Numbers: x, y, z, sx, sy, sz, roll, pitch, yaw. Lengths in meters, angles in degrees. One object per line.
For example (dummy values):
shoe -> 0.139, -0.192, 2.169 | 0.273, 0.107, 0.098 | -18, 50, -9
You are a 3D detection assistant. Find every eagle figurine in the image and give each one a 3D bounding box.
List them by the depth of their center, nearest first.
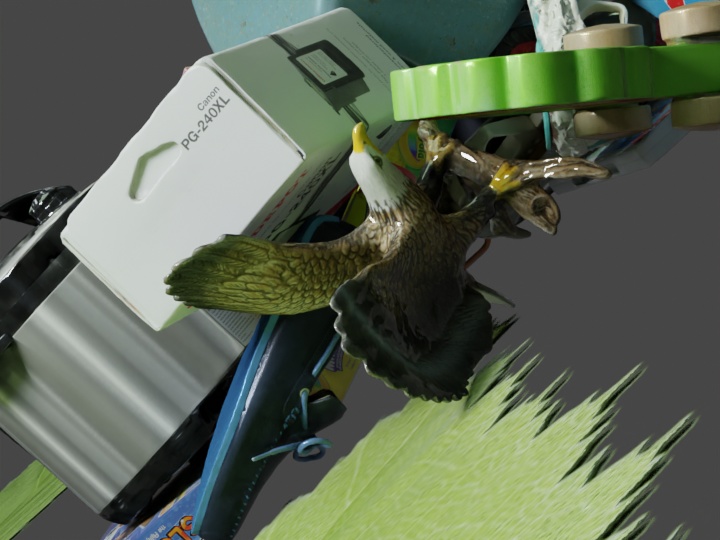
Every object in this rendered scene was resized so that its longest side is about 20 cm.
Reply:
eagle figurine -> 0.012, -0.005, 1.189 | 0.200, 0.151, 0.152 | -46, 5, -32

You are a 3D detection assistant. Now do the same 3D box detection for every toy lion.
toy lion -> 0.102, -0.101, 1.213 | 0.191, 0.069, 0.200 | -7, 3, -18

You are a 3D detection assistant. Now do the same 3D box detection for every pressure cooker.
pressure cooker -> -0.165, 0.036, 1.406 | 0.179, 0.200, 0.176 | -48, 3, -8

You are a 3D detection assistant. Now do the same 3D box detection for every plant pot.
plant pot -> 0.001, -0.208, 1.460 | 0.196, 0.195, 0.201 | -20, 55, 50

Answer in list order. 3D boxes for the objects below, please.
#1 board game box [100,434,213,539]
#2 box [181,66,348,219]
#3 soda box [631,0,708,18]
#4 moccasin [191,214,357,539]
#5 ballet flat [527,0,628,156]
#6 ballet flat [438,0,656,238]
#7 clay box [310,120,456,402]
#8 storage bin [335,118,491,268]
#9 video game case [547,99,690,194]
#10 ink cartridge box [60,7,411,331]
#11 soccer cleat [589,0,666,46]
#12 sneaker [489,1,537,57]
board game box -> -0.118, 0.156, 1.434 | 0.135, 0.034, 0.200 | -41, 5, 14
box -> -0.042, -0.090, 1.655 | 0.199, 0.095, 0.103 | -9, -54, -45
soda box -> 0.196, -0.197, 1.362 | 0.064, 0.068, 0.200 | -30, 34, -8
moccasin -> -0.037, 0.069, 1.281 | 0.080, 0.068, 0.201 | -129, 62, -80
ballet flat -> 0.130, -0.165, 1.377 | 0.071, 0.201, 0.072 | -9, -14, -2
ballet flat -> 0.113, -0.096, 1.433 | 0.063, 0.068, 0.200 | 6, -47, -42
clay box -> 0.000, 0.000, 1.413 | 0.115, 0.047, 0.201 | 113, 178, -61
storage bin -> 0.033, -0.045, 1.584 | 0.200, 0.145, 0.134 | -43, -22, -12
video game case -> 0.198, -0.108, 1.419 | 0.143, 0.017, 0.200 | -42, 5, -10
ink cartridge box -> -0.061, -0.061, 1.285 | 0.145, 0.083, 0.200 | -48, -7, 26
soccer cleat -> 0.213, -0.175, 1.460 | 0.200, 0.076, 0.067 | -54, -32, -2
sneaker -> 0.128, -0.151, 1.540 | 0.200, 0.095, 0.080 | 0, -57, -57
